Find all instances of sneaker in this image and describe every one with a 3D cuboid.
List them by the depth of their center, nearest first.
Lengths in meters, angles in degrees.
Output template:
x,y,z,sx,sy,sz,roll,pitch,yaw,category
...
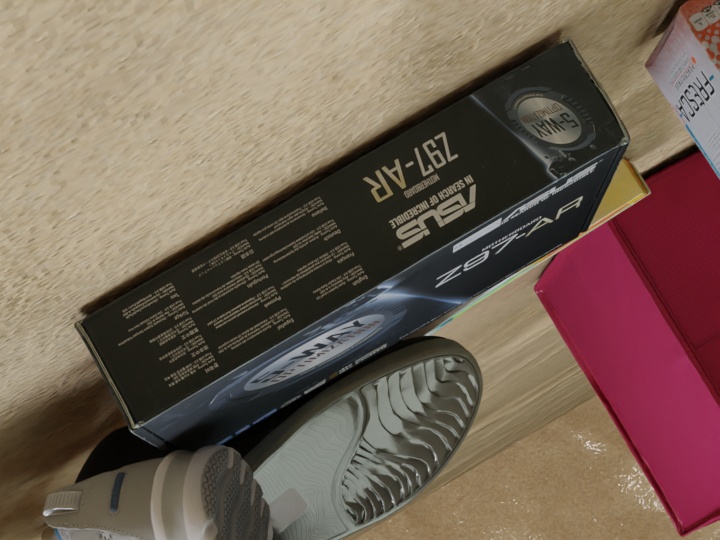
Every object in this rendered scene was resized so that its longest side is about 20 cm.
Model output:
x,y,z,sx,sy,sz,roll,pitch,yaw,category
-0.067,0.143,0.716,0.082,0.201,0.075,-2,-140,15,sneaker
-0.047,0.078,0.787,0.200,0.075,0.106,-34,-146,-8,sneaker

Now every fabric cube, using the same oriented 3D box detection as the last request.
x,y,z,sx,sy,sz,roll,pitch,yaw,category
0.255,0.024,1.078,0.199,0.201,0.196,-28,171,-13,fabric cube

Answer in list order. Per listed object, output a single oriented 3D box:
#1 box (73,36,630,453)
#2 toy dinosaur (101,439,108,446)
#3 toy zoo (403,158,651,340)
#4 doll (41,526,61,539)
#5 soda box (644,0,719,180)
x,y,z,sx,sy,sz,roll,pitch,yaw,category
0.000,0.000,0.666,0.199,0.044,0.160,-30,170,-5,box
-0.138,0.172,0.889,0.060,0.107,0.200,-25,166,-22,toy dinosaur
0.079,-0.010,0.846,0.131,0.021,0.200,-33,177,10,toy zoo
-0.117,0.144,0.997,0.136,0.049,0.200,-15,159,-23,doll
0.213,-0.111,0.673,0.199,0.069,0.064,-31,170,-8,soda box
